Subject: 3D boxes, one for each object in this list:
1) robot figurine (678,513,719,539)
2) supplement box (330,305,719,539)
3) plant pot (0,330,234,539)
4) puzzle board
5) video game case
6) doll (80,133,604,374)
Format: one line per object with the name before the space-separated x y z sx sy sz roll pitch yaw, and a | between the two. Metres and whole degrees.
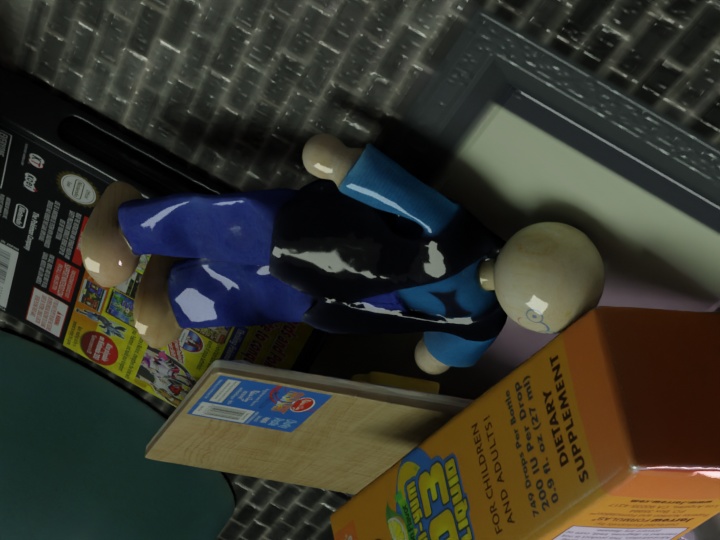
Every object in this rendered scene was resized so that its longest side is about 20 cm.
robot figurine | 0.114 0.163 1.038 0.200 0.113 0.170 84 160 -63
supplement box | 0.065 0.085 0.908 0.069 0.067 0.200 2 151 -29
plant pot | -0.191 0.148 1.288 0.200 0.161 0.201 24 156 11
puzzle board | -0.004 0.069 1.032 0.150 0.017 0.200 11 164 -10
video game case | -0.100 -0.002 1.053 0.180 0.026 0.200 29 155 -1
doll | 0.000 0.000 0.903 0.199 0.049 0.137 0 143 32
